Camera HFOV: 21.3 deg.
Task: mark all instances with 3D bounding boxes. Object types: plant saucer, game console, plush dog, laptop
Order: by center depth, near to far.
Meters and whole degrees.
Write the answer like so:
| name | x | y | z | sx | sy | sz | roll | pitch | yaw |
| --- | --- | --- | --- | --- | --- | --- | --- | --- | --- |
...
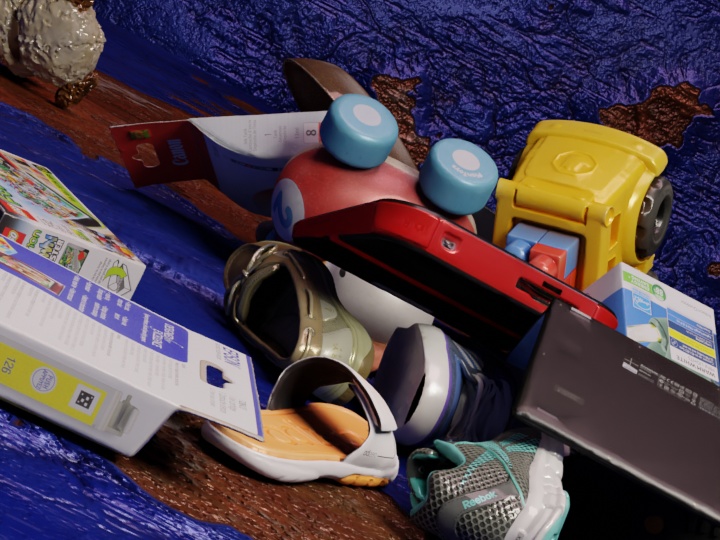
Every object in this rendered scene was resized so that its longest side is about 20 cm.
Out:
| name | x | y | z | sx | sy | sz | roll | pitch | yaw |
| --- | --- | --- | --- | --- | --- | --- | --- | --- | --- |
| laptop | 0.178 | 0.116 | 1.245 | 0.186 | 0.116 | 0.200 | 28 | 35 | 0 |
| game console | 0.066 | 0.006 | 1.340 | 0.199 | 0.031 | 0.177 | 28 | -12 | -22 |
| plant saucer | 0.002 | -0.114 | 1.707 | 0.201 | 0.037 | 0.201 | 52 | -9 | 12 |
| plush dog | -0.342 | -0.260 | 1.989 | 0.171 | 0.201 | 0.160 | 21 | 37 | 26 |

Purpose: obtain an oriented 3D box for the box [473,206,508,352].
| name | x | y | z | sx | sy | sz | roll | pitch | yaw |
| --- | --- | --- | --- | --- | --- | --- | --- | --- | --- |
| box | 0.185 | 0.043 | 1.864 | 0.200 | 0.104 | 0.182 | 34 | 4 | -37 |

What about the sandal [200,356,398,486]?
| name | x | y | z | sx | sy | sz | roll | pitch | yaw |
| --- | --- | --- | --- | --- | --- | --- | --- | --- | --- |
| sandal | -0.021 | 0.085 | 1.115 | 0.079 | 0.060 | 0.206 | 31 | 8 | 19 |

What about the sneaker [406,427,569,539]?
| name | x | y | z | sx | sy | sz | roll | pitch | yaw |
| --- | --- | --- | --- | --- | --- | --- | --- | --- | --- |
| sneaker | 0.071 | 0.125 | 1.140 | 0.091 | 0.078 | 0.200 | 24 | 6 | 0 |

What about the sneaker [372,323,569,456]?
| name | x | y | z | sx | sy | sz | roll | pitch | yaw |
| --- | --- | --- | --- | --- | --- | --- | --- | --- | --- |
| sneaker | 0.089 | 0.097 | 1.338 | 0.146 | 0.081 | 0.200 | 23 | 3 | -7 |

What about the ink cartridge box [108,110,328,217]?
| name | x | y | z | sx | sy | sz | roll | pitch | yaw |
| --- | --- | --- | --- | --- | --- | --- | --- | --- | --- |
| ink cartridge box | -0.110 | -0.087 | 1.674 | 0.198 | 0.051 | 0.162 | -6 | -16 | 0 |

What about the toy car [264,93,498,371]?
| name | x | y | z | sx | sy | sz | roll | pitch | yaw |
| --- | --- | --- | --- | --- | --- | --- | --- | --- | --- |
| toy car | 0.000 | 0.000 | 1.531 | 0.176 | 0.185 | 0.201 | 24 | 38 | -6 |

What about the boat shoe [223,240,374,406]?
| name | x | y | z | sx | sy | sz | roll | pitch | yaw |
| --- | --- | --- | --- | --- | --- | --- | --- | --- | --- |
| boat shoe | -0.057 | 0.026 | 1.346 | 0.063 | 0.073 | 0.201 | 28 | 13 | -33 |

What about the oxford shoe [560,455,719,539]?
| name | x | y | z | sx | sy | sz | roll | pitch | yaw |
| --- | --- | --- | --- | --- | --- | --- | --- | --- | --- |
| oxford shoe | 0.215 | 0.176 | 1.308 | 0.199 | 0.073 | 0.084 | 29 | 6 | 3 |

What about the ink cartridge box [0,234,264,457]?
| name | x | y | z | sx | sy | sz | roll | pitch | yaw |
| --- | --- | --- | --- | --- | --- | --- | --- | --- | --- |
| ink cartridge box | -0.151 | 0.040 | 1.017 | 0.199 | 0.047 | 0.198 | 29 | 6 | -9 |

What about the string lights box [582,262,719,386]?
| name | x | y | z | sx | sy | sz | roll | pitch | yaw |
| --- | --- | --- | --- | --- | --- | --- | --- | --- | --- |
| string lights box | 0.224 | 0.104 | 1.464 | 0.102 | 0.059 | 0.201 | 25 | 46 | -26 |

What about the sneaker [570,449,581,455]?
| name | x | y | z | sx | sy | sz | roll | pitch | yaw |
| --- | --- | --- | --- | --- | --- | --- | --- | --- | --- |
| sneaker | 0.173 | 0.114 | 1.544 | 0.085 | 0.078 | 0.200 | 29 | 7 | 6 |

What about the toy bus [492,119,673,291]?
| name | x | y | z | sx | sy | sz | roll | pitch | yaw |
| --- | --- | --- | --- | --- | --- | --- | --- | --- | --- |
| toy bus | 0.167 | 0.002 | 1.593 | 0.135 | 0.201 | 0.192 | 15 | 32 | 21 |

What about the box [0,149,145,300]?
| name | x | y | z | sx | sy | sz | roll | pitch | yaw |
| --- | --- | --- | --- | --- | --- | --- | --- | --- | --- |
| box | -0.232 | -0.040 | 1.293 | 0.110 | 0.035 | 0.200 | 22 | 9 | -35 |

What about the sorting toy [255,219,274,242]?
| name | x | y | z | sx | sy | sz | roll | pitch | yaw |
| --- | --- | --- | --- | --- | --- | --- | --- | --- | --- |
| sorting toy | 0.018 | 0.000 | 1.753 | 0.184 | 0.037 | 0.200 | 24 | -13 | -27 |
